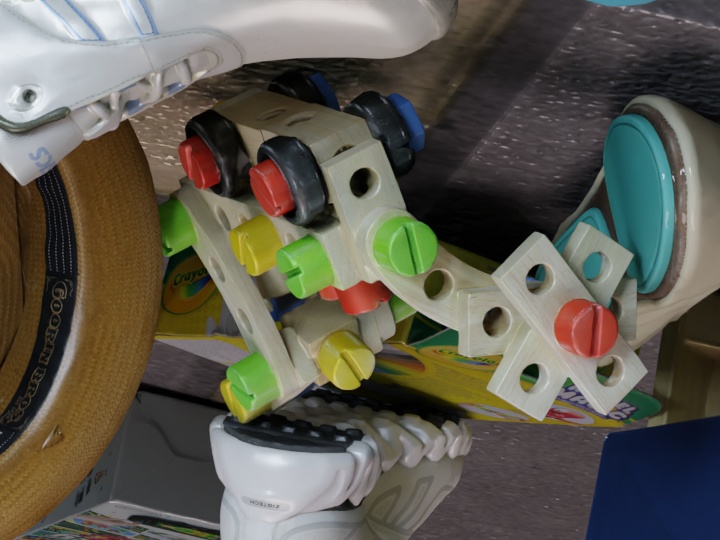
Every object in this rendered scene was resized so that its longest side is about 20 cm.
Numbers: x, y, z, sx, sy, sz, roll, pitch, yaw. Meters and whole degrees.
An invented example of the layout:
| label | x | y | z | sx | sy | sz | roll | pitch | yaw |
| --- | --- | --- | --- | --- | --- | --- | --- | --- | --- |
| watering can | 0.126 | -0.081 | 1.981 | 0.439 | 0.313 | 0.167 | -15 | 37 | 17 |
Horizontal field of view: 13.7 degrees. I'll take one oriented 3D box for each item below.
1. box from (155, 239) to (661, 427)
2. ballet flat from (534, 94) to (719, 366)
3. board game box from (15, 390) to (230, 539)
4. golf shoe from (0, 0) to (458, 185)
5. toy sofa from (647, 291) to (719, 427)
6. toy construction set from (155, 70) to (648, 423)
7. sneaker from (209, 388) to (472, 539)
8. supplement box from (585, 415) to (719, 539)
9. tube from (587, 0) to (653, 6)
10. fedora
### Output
| label | x | y | z | sx | sy | sz | roll | pitch | yaw |
| --- | --- | --- | --- | --- | --- | --- | --- | --- | --- |
| box | 0.019 | 0.024 | 1.178 | 0.117 | 0.048 | 0.200 | 22 | 169 | -36 |
| ballet flat | 0.108 | -0.016 | 1.017 | 0.069 | 0.070 | 0.200 | 11 | 166 | -6 |
| board game box | -0.090 | 0.123 | 1.589 | 0.147 | 0.064 | 0.200 | 16 | 164 | -19 |
| golf shoe | -0.072 | -0.066 | 0.873 | 0.200 | 0.097 | 0.078 | 6 | 162 | 8 |
| toy sofa | 0.215 | 0.050 | 1.124 | 0.200 | 0.083 | 0.098 | -4 | 158 | 38 |
| toy construction set | 0.000 | 0.000 | 0.998 | 0.200 | 0.092 | 0.131 | 5 | 122 | 52 |
| sneaker | -0.011 | 0.091 | 1.164 | 0.075 | 0.081 | 0.200 | 9 | -174 | 20 |
| supplement box | 0.210 | 0.141 | 1.048 | 0.200 | 0.134 | 0.200 | 26 | 157 | -32 |
| tube | 0.047 | -0.128 | 0.687 | 0.077 | 0.050 | 0.200 | -8 | 156 | 10 |
| fedora | -0.162 | 0.000 | 0.997 | 0.200 | 0.201 | 0.082 | 20 | 175 | -33 |
